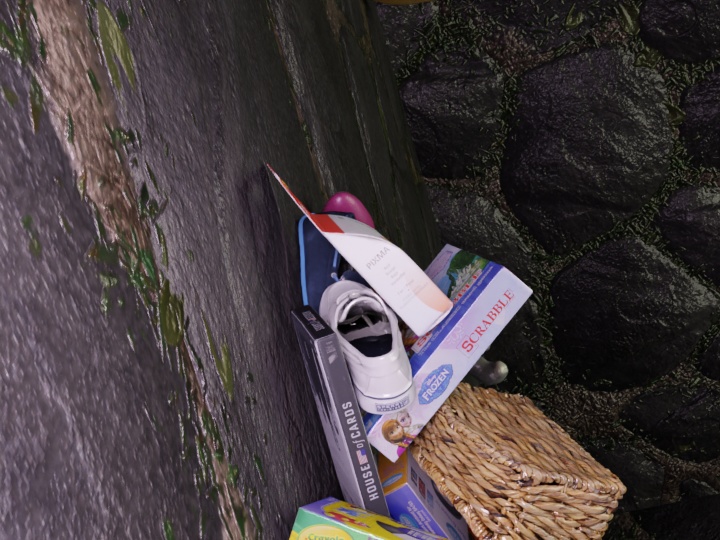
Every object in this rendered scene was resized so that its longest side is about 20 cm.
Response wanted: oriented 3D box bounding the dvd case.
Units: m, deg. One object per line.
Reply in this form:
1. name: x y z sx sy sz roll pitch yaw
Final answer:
1. dvd case: -0.017 0.140 0.964 0.150 0.025 0.201 -147 -140 -76

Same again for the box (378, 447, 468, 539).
1. box: 0.065 0.222 1.084 0.119 0.041 0.200 54 14 -19

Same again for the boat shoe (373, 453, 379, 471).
1. boat shoe: 0.024 0.276 1.044 0.072 0.060 0.202 45 21 -46

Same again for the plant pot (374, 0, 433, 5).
1. plant pot: 0.084 -0.774 2.605 0.194 0.199 0.197 55 24 -68

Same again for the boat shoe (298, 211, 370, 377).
1. boat shoe: -0.023 0.017 1.108 0.084 0.068 0.201 59 19 -63

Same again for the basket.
1. basket: 0.119 0.209 0.973 0.200 0.142 0.150 44 -62 61

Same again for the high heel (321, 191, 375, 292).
1. high heel: 0.000 0.000 1.273 0.201 0.067 0.096 72 -2 -46

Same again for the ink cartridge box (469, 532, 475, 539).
1. ink cartridge box: 0.091 0.342 1.191 0.165 0.075 0.201 42 31 -42

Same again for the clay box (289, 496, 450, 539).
1. clay box: 0.050 0.234 0.830 0.115 0.199 0.048 36 70 -77

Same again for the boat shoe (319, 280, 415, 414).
1. boat shoe: 0.005 0.049 0.965 0.200 0.073 0.066 -125 -158 -58

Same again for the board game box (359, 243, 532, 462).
1. board game box: 0.062 0.071 1.036 0.041 0.200 0.199 40 -2 -12

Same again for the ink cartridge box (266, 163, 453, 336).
1. ink cartridge box: -0.005 -0.037 1.011 0.200 0.050 0.162 50 0 -12

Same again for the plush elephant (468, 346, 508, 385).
1. plush elephant: 0.125 0.120 1.640 0.200 0.164 0.155 49 -17 23

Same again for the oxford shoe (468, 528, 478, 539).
1. oxford shoe: 0.167 0.308 1.212 0.201 0.071 0.073 64 15 -4
